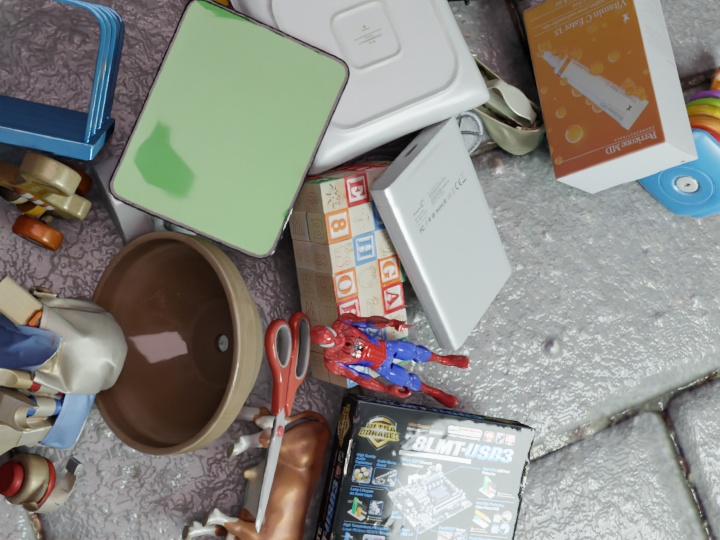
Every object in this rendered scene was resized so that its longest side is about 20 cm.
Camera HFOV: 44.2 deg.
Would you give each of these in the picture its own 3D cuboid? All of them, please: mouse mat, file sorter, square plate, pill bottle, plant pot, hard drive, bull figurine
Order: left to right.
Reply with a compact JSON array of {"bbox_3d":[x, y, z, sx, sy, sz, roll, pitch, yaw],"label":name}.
[{"bbox_3d":[-0.286,-0.183,0.777,0.139,0.200,0.123,10,104,-13],"label":"file sorter"},{"bbox_3d":[-0.157,0.066,0.824,0.093,0.201,0.201,5,77,-55],"label":"plant pot"},{"bbox_3d":[-0.150,-0.099,0.863,0.200,0.113,0.113,-25,88,-17],"label":"pill bottle"},{"bbox_3d":[-0.117,-0.128,0.800,0.161,0.008,0.200,23,89,-6],"label":"mouse mat"},{"bbox_3d":[-0.092,0.226,0.848,0.121,0.065,0.200,24,72,-27],"label":"bull figurine"},{"bbox_3d":[0.002,-0.217,0.836,0.200,0.028,0.198,-24,94,-12],"label":"square plate"},{"bbox_3d":[0.087,-0.037,0.892,0.132,0.027,0.200,-50,128,-34],"label":"hard drive"}]

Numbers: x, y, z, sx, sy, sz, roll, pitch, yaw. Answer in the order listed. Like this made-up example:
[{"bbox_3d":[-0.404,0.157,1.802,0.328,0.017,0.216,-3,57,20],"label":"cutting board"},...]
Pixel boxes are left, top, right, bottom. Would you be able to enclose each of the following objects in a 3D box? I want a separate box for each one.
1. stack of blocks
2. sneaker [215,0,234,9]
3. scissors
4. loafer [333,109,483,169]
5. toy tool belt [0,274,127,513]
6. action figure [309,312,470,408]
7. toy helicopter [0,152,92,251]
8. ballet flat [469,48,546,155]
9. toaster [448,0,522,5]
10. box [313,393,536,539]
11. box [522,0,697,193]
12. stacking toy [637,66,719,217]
[{"bbox_3d":[0.000,0.000,0.873,0.115,0.059,0.200,-18,108,-38],"label":"stack of blocks"},{"bbox_3d":[-0.152,-0.300,0.920,0.090,0.075,0.200,5,74,-6],"label":"sneaker"},{"bbox_3d":[-0.071,0.138,0.828,0.014,0.073,0.200,1,86,24],"label":"scissors"},{"bbox_3d":[0.036,-0.117,0.951,0.200,0.063,0.072,-28,119,-11],"label":"loafer"},{"bbox_3d":[-0.303,0.109,0.778,0.123,0.125,0.200,23,88,-50],"label":"toy tool belt"},{"bbox_3d":[0.043,0.086,0.823,0.200,0.099,0.065,22,82,-39],"label":"action figure"},{"bbox_3d":[-0.295,-0.082,0.776,0.132,0.200,0.079,30,75,-26],"label":"toy helicopter"},{"bbox_3d":[0.126,-0.206,0.976,0.200,0.069,0.069,36,75,-7],"label":"ballet flat"},{"bbox_3d":[0.132,-0.366,0.934,0.181,0.200,0.119,-10,89,-15],"label":"toaster"},{"bbox_3d":[0.061,0.234,0.873,0.200,0.050,0.199,11,87,-21],"label":"box"},{"bbox_3d":[0.267,-0.201,0.957,0.097,0.124,0.200,7,70,-51],"label":"box"},{"bbox_3d":[0.407,-0.169,1.038,0.110,0.116,0.200,39,60,-15],"label":"stacking toy"}]
